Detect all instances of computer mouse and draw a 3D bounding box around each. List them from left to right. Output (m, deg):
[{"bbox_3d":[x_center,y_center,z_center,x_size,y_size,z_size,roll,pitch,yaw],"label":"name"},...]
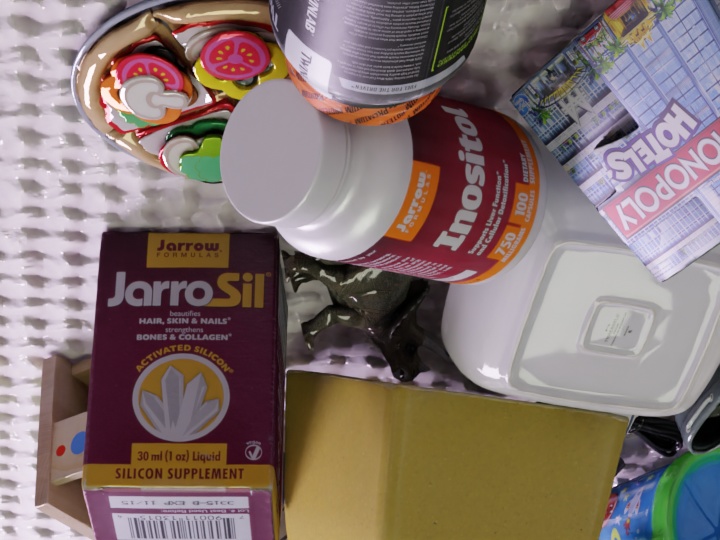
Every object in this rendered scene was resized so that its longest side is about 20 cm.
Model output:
[{"bbox_3d":[0.149,0.155,1.927,0.199,0.046,0.140,-26,142,35],"label":"computer mouse"}]

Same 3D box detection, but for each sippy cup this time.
[{"bbox_3d":[0.249,0.217,1.947,0.177,0.141,0.130,25,155,-31],"label":"sippy cup"}]

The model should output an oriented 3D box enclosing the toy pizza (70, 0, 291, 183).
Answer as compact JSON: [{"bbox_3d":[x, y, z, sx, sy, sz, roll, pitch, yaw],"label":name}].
[{"bbox_3d":[-0.082,-0.106,1.512,0.198,0.032,0.201,0,149,0],"label":"toy pizza"}]

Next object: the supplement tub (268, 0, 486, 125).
[{"bbox_3d":[0.014,-0.174,1.315,0.121,0.123,0.201,3,148,-6],"label":"supplement tub"}]

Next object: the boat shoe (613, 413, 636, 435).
[{"bbox_3d":[0.200,0.073,1.767,0.066,0.074,0.200,-13,152,-23],"label":"boat shoe"}]

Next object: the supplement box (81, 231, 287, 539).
[{"bbox_3d":[-0.117,0.083,1.659,0.130,0.201,0.103,-1,148,0],"label":"supplement box"}]

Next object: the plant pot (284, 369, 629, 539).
[{"bbox_3d":[0.054,0.186,1.754,0.193,0.202,0.195,9,178,-25],"label":"plant pot"}]

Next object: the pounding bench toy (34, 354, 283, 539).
[{"bbox_3d":[-0.120,0.138,1.823,0.155,0.125,0.200,-20,144,28],"label":"pounding bench toy"}]

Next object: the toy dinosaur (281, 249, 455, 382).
[{"bbox_3d":[0.000,0.000,1.668,0.101,0.077,0.201,-14,143,0],"label":"toy dinosaur"}]

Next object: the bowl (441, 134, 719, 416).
[{"bbox_3d":[0.166,0.016,1.613,0.198,0.075,0.201,9,124,-13],"label":"bowl"}]

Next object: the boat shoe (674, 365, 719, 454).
[{"bbox_3d":[0.309,0.077,1.787,0.072,0.062,0.199,25,140,-33],"label":"boat shoe"}]

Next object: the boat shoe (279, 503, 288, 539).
[{"bbox_3d":[-0.030,0.205,1.884,0.071,0.070,0.200,-33,180,32],"label":"boat shoe"}]

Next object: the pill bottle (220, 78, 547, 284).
[{"bbox_3d":[0.014,-0.057,1.473,0.113,0.114,0.199,-27,156,37],"label":"pill bottle"}]

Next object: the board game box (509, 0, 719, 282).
[{"bbox_3d":[0.203,-0.072,1.433,0.200,0.062,0.200,51,137,2],"label":"board game box"}]
